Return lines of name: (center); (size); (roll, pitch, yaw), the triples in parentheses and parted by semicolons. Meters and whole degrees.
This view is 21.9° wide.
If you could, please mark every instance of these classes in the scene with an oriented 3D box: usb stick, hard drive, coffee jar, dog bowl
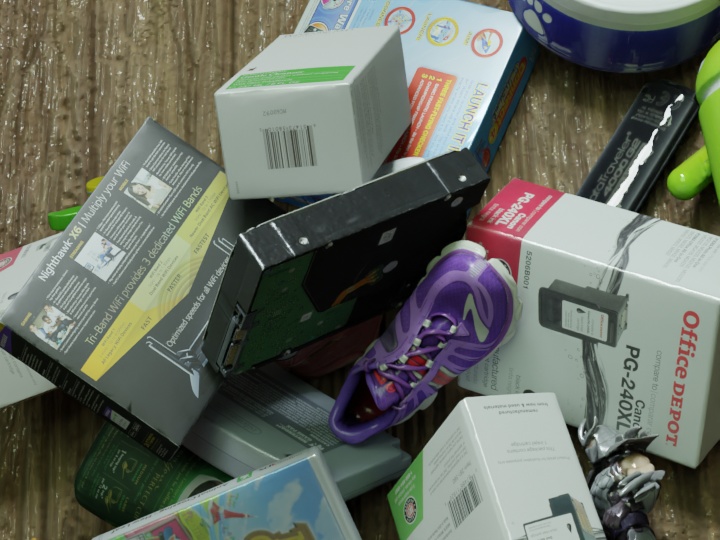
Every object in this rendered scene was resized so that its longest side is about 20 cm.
usb stick: (0.200, -0.063, 1.462); (0.055, 0.033, 0.201); (24, 75, 34)
hard drive: (-0.012, -0.005, 1.310); (0.199, 0.140, 0.038); (-24, 64, -30)
coffee jar: (-0.116, 0.182, 1.417); (0.199, 0.085, 0.105); (29, 86, 28)
dog bowl: (0.213, -0.259, 1.493); (0.198, 0.079, 0.202); (0, 58, 0)

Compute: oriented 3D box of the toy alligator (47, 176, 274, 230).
toy alligator: (-0.165, -0.057, 1.573); (0.198, 0.060, 0.054); (-6, 21, 10)

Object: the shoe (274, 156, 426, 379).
shoe: (0.000, 0.000, 1.456); (0.200, 0.091, 0.071); (-45, 62, 2)

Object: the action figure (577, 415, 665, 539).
action figure: (0.191, 0.193, 1.296); (0.069, 0.130, 0.202); (-16, 68, -6)

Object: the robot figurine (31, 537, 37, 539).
robot figurine: (-0.281, 0.315, 1.427); (0.145, 0.058, 0.200); (37, 80, 29)

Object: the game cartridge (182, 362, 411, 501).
game cartridge: (-0.074, 0.117, 1.415); (0.199, 0.133, 0.041); (29, 110, 28)

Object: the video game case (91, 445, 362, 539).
video game case: (-0.073, 0.248, 1.335); (0.181, 0.022, 0.202); (-23, 104, 7)

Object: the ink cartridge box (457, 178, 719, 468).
ink cartridge box: (0.178, 0.037, 1.349); (0.198, 0.147, 0.083); (18, 34, 25)

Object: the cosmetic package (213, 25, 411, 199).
cosmetic package: (-0.032, -0.122, 1.405); (0.106, 0.086, 0.200); (-4, 19, 12)

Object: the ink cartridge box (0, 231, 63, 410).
ink cartridge box: (-0.218, 0.021, 1.494); (0.198, 0.083, 0.147); (-20, 20, 9)

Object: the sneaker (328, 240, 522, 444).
sneaker: (0.044, 0.063, 1.343); (0.080, 0.200, 0.083); (41, 37, 6)

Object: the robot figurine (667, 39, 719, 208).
robot figurine: (0.316, -0.098, 1.384); (0.175, 0.115, 0.202); (-33, 60, 49)

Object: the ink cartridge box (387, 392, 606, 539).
ink cartridge box: (0.103, 0.209, 1.293); (0.084, 0.146, 0.202); (-2, 58, -27)

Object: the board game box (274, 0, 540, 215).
board game box: (0.022, -0.136, 1.542); (0.194, 0.056, 0.201); (18, 72, 25)

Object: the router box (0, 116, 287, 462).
router box: (-0.148, 0.013, 1.360); (0.157, 0.052, 0.201); (35, 65, -3)
